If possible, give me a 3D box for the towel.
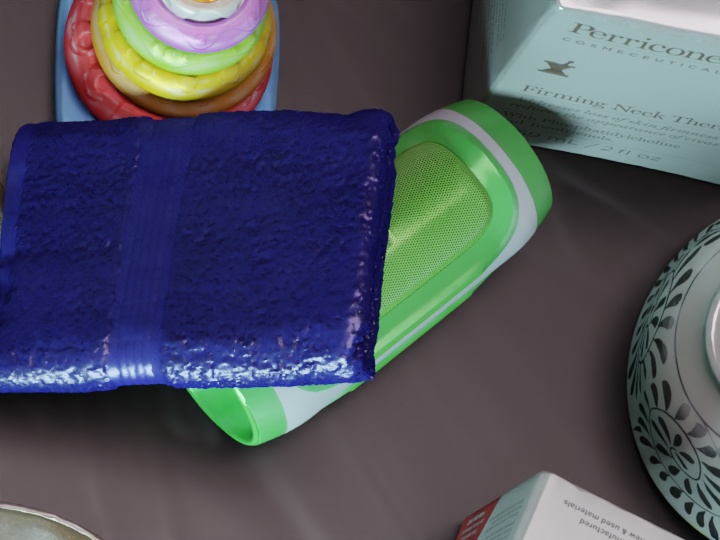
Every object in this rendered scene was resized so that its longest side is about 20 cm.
[{"bbox_3d":[-0.081,-0.006,1.402,0.200,0.050,0.148,-2,63,18],"label":"towel"}]

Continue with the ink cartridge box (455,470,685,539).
[{"bbox_3d":[0.065,0.211,1.383,0.083,0.147,0.200,26,72,-6],"label":"ink cartridge box"}]

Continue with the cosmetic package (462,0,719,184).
[{"bbox_3d":[0.158,-0.159,1.478,0.167,0.200,0.166,10,73,-9],"label":"cosmetic package"}]

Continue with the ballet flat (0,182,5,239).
[{"bbox_3d":[-0.237,0.025,1.411,0.068,0.067,0.200,29,71,-2],"label":"ballet flat"}]

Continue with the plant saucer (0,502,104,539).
[{"bbox_3d":[-0.181,0.212,1.389,0.200,0.034,0.200,3,73,-11],"label":"plant saucer"}]

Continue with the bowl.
[{"bbox_3d":[0.222,0.043,1.449,0.201,0.094,0.201,-4,74,15],"label":"bowl"}]

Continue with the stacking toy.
[{"bbox_3d":[-0.083,-0.130,1.417,0.116,0.200,0.110,4,74,-10],"label":"stacking toy"}]

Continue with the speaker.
[{"bbox_3d":[0.000,0.000,1.461,0.200,0.088,0.088,-38,85,-19],"label":"speaker"}]
